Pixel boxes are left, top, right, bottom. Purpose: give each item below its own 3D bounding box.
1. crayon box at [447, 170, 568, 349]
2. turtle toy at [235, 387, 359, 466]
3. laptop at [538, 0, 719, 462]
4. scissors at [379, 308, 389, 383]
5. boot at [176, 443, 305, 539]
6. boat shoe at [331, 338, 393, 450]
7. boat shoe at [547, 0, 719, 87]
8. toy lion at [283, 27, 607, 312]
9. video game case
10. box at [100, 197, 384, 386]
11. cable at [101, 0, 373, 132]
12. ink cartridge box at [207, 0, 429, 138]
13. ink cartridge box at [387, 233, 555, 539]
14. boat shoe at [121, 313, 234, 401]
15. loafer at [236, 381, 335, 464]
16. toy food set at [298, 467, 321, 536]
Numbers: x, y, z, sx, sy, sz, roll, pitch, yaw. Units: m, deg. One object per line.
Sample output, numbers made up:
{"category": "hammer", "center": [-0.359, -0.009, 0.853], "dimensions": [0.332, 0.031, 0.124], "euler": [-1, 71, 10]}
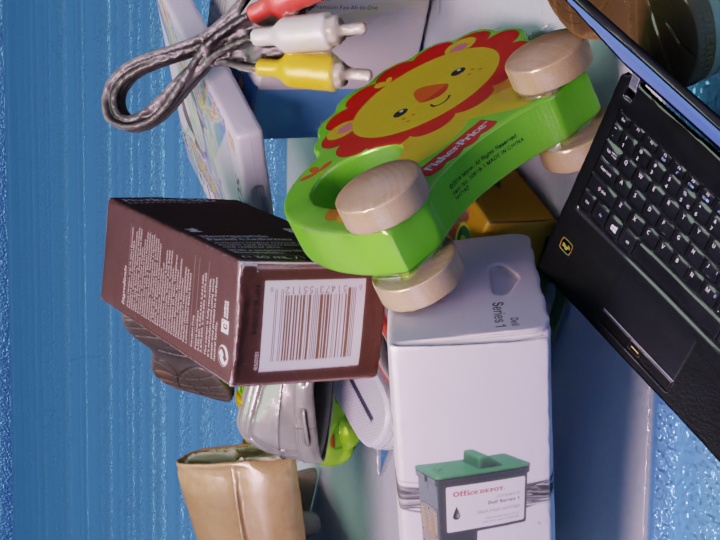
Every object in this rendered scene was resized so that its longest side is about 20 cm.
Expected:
{"category": "crayon box", "center": [0.060, -0.016, 0.856], "dimensions": [0.201, 0.051, 0.127], "euler": [-122, 37, -48]}
{"category": "turtle toy", "center": [-0.050, 0.084, 1.047], "dimensions": [0.201, 0.100, 0.148], "euler": [-110, 13, -61]}
{"category": "laptop", "center": [0.131, -0.005, 0.570], "dimensions": [0.178, 0.102, 0.201], "euler": [50, 140, 31]}
{"category": "scissors", "center": [0.000, 0.000, 0.919], "dimensions": [0.201, 0.014, 0.074], "euler": [-123, 35, -49]}
{"category": "boot", "center": [-0.043, 0.228, 0.972], "dimensions": [0.066, 0.173, 0.203], "euler": [-24, -75, -70]}
{"category": "boat shoe", "center": [0.004, 0.043, 0.966], "dimensions": [0.072, 0.070, 0.202], "euler": [-51, 50, 39]}
{"category": "boat shoe", "center": [0.140, -0.149, 0.660], "dimensions": [0.201, 0.062, 0.074], "euler": [-118, 17, -51]}
{"category": "toy lion", "center": [0.035, -0.073, 0.754], "dimensions": [0.191, 0.199, 0.069], "euler": [15, 139, 55]}
{"category": "video game case", "center": [-0.104, -0.093, 0.991], "dimensions": [0.184, 0.022, 0.201], "euler": [86, 161, -47]}
{"category": "box", "center": [-0.076, 0.007, 0.813], "dimensions": [0.199, 0.099, 0.076], "euler": [20, 108, 56]}
{"category": "cable", "center": [-0.087, -0.149, 0.858], "dimensions": [0.050, 0.197, 0.099], "euler": [-19, -82, -74]}
{"category": "ink cartridge box", "center": [-0.027, -0.213, 0.948], "dimensions": [0.129, 0.124, 0.202], "euler": [-123, 37, -49]}
{"category": "ink cartridge box", "center": [0.060, 0.098, 0.731], "dimensions": [0.146, 0.083, 0.203], "euler": [-86, -9, -70]}
{"category": "boat shoe", "center": [-0.136, 0.049, 1.109], "dimensions": [0.201, 0.074, 0.074], "euler": [79, -151, -64]}
{"category": "loafer", "center": [-0.026, 0.033, 0.902], "dimensions": [0.070, 0.069, 0.203], "euler": [-27, -46, -67]}
{"category": "toy food set", "center": [-0.037, 0.288, 1.121], "dimensions": [0.201, 0.060, 0.145], "euler": [-109, 27, -51]}
